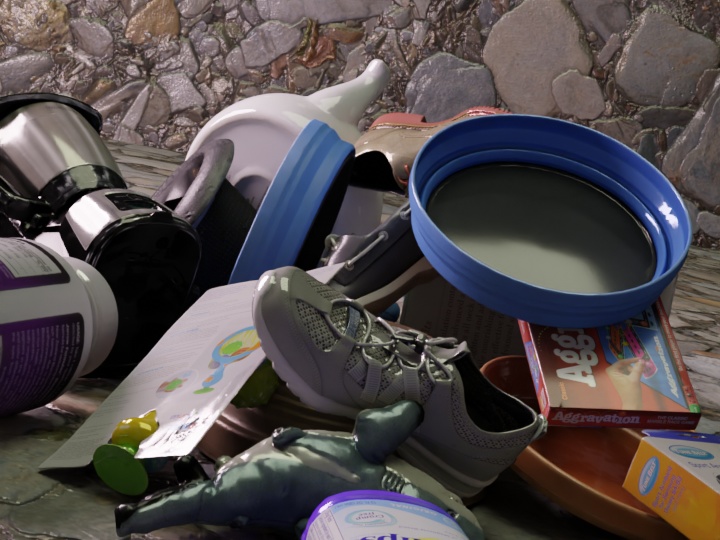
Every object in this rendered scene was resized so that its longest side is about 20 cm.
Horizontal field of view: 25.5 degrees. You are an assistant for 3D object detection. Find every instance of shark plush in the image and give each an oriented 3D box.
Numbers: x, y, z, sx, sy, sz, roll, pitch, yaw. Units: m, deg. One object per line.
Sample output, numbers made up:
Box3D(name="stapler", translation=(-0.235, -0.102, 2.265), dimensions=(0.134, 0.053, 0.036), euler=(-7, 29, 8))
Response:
Box3D(name="shark plush", translation=(-0.028, 0.121, 0.849), dimensions=(0.199, 0.091, 0.083), euler=(12, 37, -34))

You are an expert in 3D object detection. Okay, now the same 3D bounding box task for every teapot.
Box3D(name="teapot", translation=(-0.055, -0.065, 1.423), dimensions=(0.199, 0.198, 0.146), euler=(-14, 3, 31))

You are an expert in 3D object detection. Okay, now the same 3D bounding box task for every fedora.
Box3D(name="fedora", translation=(-0.143, -0.012, 1.328), dimensions=(0.091, 0.201, 0.201), euler=(37, 1, -15))

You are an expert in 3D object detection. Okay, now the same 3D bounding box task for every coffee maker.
Box3D(name="coffee maker", translation=(-0.216, -0.007, 1.196), dimensions=(0.134, 0.193, 0.200), euler=(-18, 43, -27))

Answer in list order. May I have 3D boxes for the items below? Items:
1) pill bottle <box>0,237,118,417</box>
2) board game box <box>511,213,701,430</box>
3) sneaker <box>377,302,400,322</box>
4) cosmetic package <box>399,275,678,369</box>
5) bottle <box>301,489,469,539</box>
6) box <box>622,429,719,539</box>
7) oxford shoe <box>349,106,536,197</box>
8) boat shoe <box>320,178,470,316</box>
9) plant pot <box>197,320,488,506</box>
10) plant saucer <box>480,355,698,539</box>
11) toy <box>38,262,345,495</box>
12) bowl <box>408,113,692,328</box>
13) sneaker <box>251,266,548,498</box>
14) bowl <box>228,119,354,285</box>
Box3D(name="pill bottle", translation=(-0.234, 0.037, 0.975), dimensions=(0.111, 0.112, 0.200), euler=(14, 8, 21))
Box3D(name="board game box", translation=(0.158, 0.030, 1.087), dimensions=(0.102, 0.020, 0.200), euler=(2, 40, -9))
Box3D(name="sneaker", translation=(-0.017, 0.053, 1.283), dimensions=(0.071, 0.083, 0.200), euler=(33, -7, -1))
Box3D(name="cosmetic package", translation=(0.142, 0.039, 1.267), dimensions=(0.199, 0.168, 0.166), euler=(13, 9, 11))
Box3D(name="bottle", translation=(0.025, 0.153, 0.681), dimensions=(0.083, 0.066, 0.200), euler=(10, 8, -11))
Box3D(name="box", translation=(0.249, 0.154, 0.944), dimensions=(0.119, 0.042, 0.200), euler=(10, 16, -36))
Box3D(name="oxford shoe", translation=(0.067, -0.082, 1.268), dimensions=(0.199, 0.071, 0.075), euler=(1, 35, 47))
Box3D(name="boat shoe", translation=(0.000, 0.000, 1.151), dimensions=(0.200, 0.063, 0.073), euler=(-32, -12, -13))
Box3D(name="plant pot", translation=(-0.005, 0.082, 1.044), dimensions=(0.200, 0.093, 0.201), euler=(12, 8, -2))
Box3D(name="plant saucer", translation=(0.163, 0.122, 1.049), dimensions=(0.199, 0.032, 0.200), euler=(21, 19, -8))
Box3D(name="toy", translation=(-0.090, 0.069, 0.955), dimensions=(0.115, 0.047, 0.200), euler=(-10, 22, 34))
Box3D(name="bowl", translation=(0.130, -0.036, 1.111), dimensions=(0.200, 0.040, 0.201), euler=(8, 40, -6))
Box3D(name="sneaker", translation=(0.025, 0.052, 0.922), dimensions=(0.200, 0.082, 0.075), euler=(35, 39, -26))
Box3D(name="bowl", translation=(-0.057, -0.017, 1.230), dimensions=(0.039, 0.201, 0.201), euler=(23, 9, 3))
